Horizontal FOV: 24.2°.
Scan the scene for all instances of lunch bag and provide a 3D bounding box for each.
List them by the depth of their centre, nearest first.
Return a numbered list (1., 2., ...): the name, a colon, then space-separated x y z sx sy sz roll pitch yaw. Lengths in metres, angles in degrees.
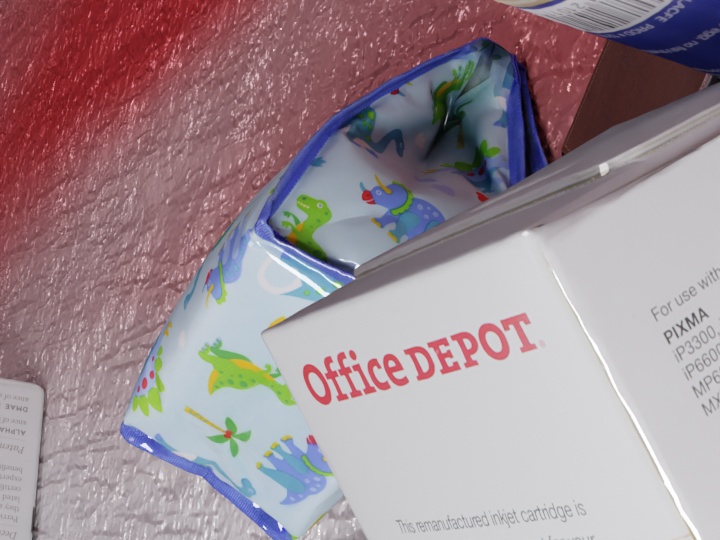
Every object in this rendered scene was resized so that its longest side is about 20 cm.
1. lunch bag: 0.000 0.000 0.780 0.170 0.127 0.200 -50 8 42

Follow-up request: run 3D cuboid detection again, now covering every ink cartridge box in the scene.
1. ink cartridge box: 0.099 0.059 0.433 0.201 0.144 0.145 62 151 -4

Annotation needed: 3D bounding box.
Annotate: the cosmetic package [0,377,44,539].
1. cosmetic package: -0.374 0.200 1.413 0.165 0.164 0.201 -36 49 55

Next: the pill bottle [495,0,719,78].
1. pill bottle: 0.123 -0.109 0.480 0.116 0.199 0.116 -36 46 51

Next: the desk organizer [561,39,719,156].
1. desk organizer: 0.104 0.005 0.626 0.201 0.071 0.077 -69 25 20
